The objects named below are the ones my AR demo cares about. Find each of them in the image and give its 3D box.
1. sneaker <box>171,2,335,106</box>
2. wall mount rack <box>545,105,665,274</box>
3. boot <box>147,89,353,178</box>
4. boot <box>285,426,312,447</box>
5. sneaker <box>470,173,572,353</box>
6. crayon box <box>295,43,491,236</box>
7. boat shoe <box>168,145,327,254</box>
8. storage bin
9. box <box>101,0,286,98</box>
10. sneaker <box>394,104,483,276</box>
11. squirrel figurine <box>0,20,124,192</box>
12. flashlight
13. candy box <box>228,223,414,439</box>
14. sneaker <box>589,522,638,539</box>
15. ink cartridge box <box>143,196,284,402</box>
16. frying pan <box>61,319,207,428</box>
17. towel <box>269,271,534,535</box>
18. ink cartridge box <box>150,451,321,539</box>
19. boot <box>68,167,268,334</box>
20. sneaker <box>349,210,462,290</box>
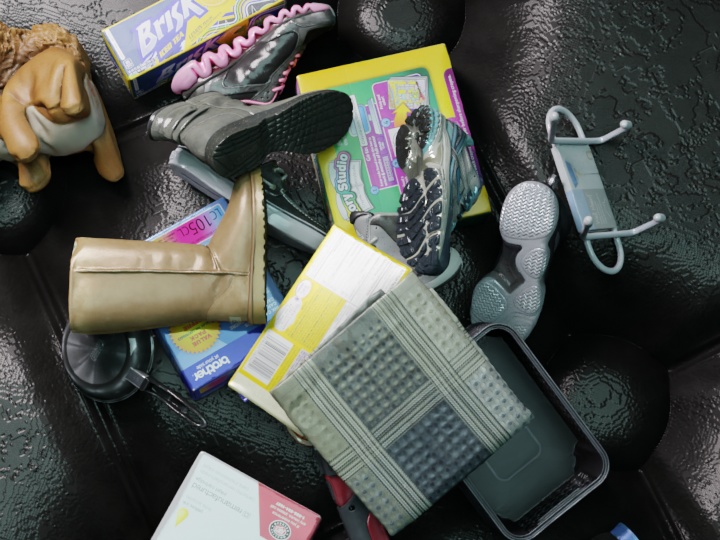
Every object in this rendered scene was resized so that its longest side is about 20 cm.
[{"bbox_3d":[-0.106,-0.222,1.624,0.200,0.079,0.096,-31,87,-2],"label":"sneaker"},{"bbox_3d":[0.249,-0.099,1.579,0.173,0.074,0.201,-5,73,-48],"label":"wall mount rack"},{"bbox_3d":[-0.116,-0.166,1.547,0.200,0.068,0.131,-21,37,-35],"label":"boot"},{"bbox_3d":[0.006,0.105,1.536,0.200,0.107,0.075,-43,82,-13],"label":"boot"},{"bbox_3d":[0.181,-0.009,1.589,0.075,0.114,0.201,20,112,17],"label":"sneaker"},{"bbox_3d":[0.034,-0.133,1.615,0.172,0.058,0.201,-13,80,-6],"label":"crayon box"},{"bbox_3d":[-0.110,-0.091,1.584,0.200,0.072,0.071,33,80,-1],"label":"boat shoe"},{"bbox_3d":[0.145,0.164,1.517,0.135,0.094,0.200,-37,94,-7],"label":"storage bin"},{"bbox_3d":[-0.184,-0.274,1.630,0.200,0.064,0.070,-30,81,-9],"label":"box"},{"bbox_3d":[0.091,-0.080,1.516,0.086,0.078,0.201,21,54,-28],"label":"sneaker"},{"bbox_3d":[-0.378,-0.174,1.575,0.186,0.142,0.201,-19,65,2],"label":"squirrel figurine"},{"bbox_3d":[0.016,0.260,1.501,0.068,0.068,0.201,-18,98,35],"label":"flashlight"},{"bbox_3d":[-0.039,0.060,1.482,0.102,0.026,0.200,32,84,20],"label":"candy box"},{"bbox_3d":[0.297,0.365,1.519,0.078,0.070,0.200,-33,75,-6],"label":"sneaker"},{"bbox_3d":[-0.153,0.044,1.554,0.136,0.076,0.200,-30,82,-10],"label":"ink cartridge box"},{"bbox_3d":[-0.251,0.113,1.529,0.115,0.031,0.190,-37,74,18],"label":"frying pan"},{"bbox_3d":[0.040,0.129,1.447,0.192,0.035,0.200,-40,96,-4],"label":"towel"},{"bbox_3d":[-0.148,0.308,1.488,0.145,0.083,0.200,28,77,3],"label":"ink cartridge box"},{"bbox_3d":[-0.195,-0.023,1.495,0.199,0.066,0.176,0,73,-2],"label":"boot"},{"bbox_3d":[0.000,0.000,1.540,0.200,0.075,0.116,-33,99,-13],"label":"sneaker"}]
